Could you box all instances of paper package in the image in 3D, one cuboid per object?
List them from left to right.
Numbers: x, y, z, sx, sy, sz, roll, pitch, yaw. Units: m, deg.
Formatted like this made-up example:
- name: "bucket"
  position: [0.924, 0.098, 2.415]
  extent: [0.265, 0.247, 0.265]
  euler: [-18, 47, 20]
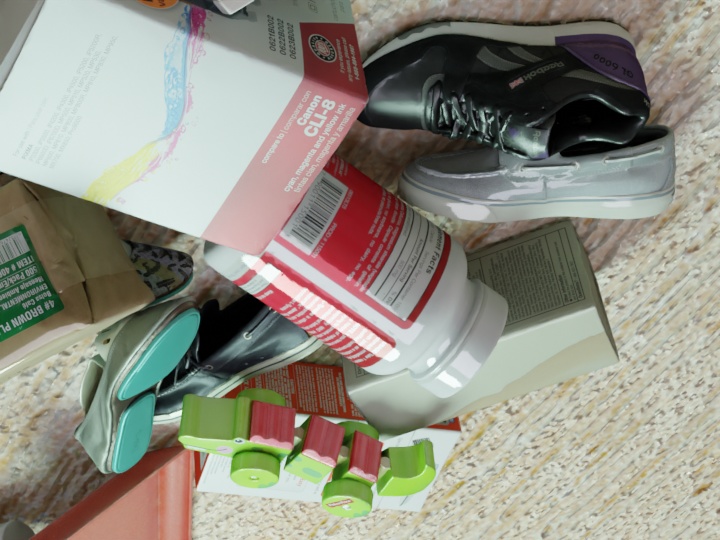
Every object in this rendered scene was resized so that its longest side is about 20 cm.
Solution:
- name: "paper package"
  position: [-0.256, 0.029, 1.012]
  extent: [0.199, 0.191, 0.104]
  euler: [-28, 92, 6]

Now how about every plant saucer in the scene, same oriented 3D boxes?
- name: "plant saucer"
  position: [-0.227, 0.254, 1.336]
  extent: [0.199, 0.037, 0.201]
  euler: [-36, 149, -34]

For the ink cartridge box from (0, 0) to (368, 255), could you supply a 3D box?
- name: "ink cartridge box"
  position: [-0.121, -0.131, 0.938]
  extent: [0.199, 0.146, 0.145]
  euler: [18, 131, -26]

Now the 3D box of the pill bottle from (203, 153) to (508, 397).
- name: "pill bottle"
  position: [0.000, 0.000, 1.081]
  extent: [0.199, 0.113, 0.112]
  euler: [35, 124, -14]

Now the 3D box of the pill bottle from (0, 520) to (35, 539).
- name: "pill bottle"
  position: [-0.375, 0.285, 1.362]
  extent: [0.199, 0.105, 0.104]
  euler: [-23, 135, 15]

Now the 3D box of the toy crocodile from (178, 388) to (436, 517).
- name: "toy crocodile"
  position: [-0.039, 0.132, 1.166]
  extent: [0.199, 0.068, 0.062]
  euler: [19, 145, -15]

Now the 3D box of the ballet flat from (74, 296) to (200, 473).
- name: "ballet flat"
  position: [-0.172, 0.073, 1.132]
  extent: [0.067, 0.064, 0.201]
  euler: [-31, 157, -41]

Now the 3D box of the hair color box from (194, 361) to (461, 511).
- name: "hair color box"
  position: [-0.030, 0.136, 1.292]
  extent: [0.199, 0.064, 0.111]
  euler: [9, 133, -16]

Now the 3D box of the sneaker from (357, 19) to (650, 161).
- name: "sneaker"
  position: [0.093, -0.114, 1.031]
  extent: [0.198, 0.088, 0.076]
  euler: [-8, 137, -1]

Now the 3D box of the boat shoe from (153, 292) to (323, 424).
- name: "boat shoe"
  position: [-0.111, 0.057, 1.188]
  extent: [0.199, 0.075, 0.062]
  euler: [-26, 122, 27]

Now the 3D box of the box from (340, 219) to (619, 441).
- name: "box"
  position: [0.087, 0.047, 1.197]
  extent: [0.199, 0.095, 0.078]
  euler: [-19, 137, 13]

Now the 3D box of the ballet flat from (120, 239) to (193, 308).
- name: "ballet flat"
  position: [-0.222, 0.009, 1.128]
  extent: [0.199, 0.072, 0.072]
  euler: [-17, 136, 7]

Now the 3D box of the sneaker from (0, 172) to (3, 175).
- name: "sneaker"
  position: [-0.257, -0.085, 1.029]
  extent: [0.198, 0.074, 0.081]
  euler: [0, 147, -1]

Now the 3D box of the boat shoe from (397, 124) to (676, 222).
- name: "boat shoe"
  position: [0.125, -0.079, 1.099]
  extent: [0.199, 0.070, 0.072]
  euler: [-1, 117, -6]

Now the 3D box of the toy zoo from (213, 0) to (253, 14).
- name: "toy zoo"
  position: [-0.069, -0.234, 0.841]
  extent: [0.131, 0.020, 0.200]
  euler: [-45, 113, -7]
